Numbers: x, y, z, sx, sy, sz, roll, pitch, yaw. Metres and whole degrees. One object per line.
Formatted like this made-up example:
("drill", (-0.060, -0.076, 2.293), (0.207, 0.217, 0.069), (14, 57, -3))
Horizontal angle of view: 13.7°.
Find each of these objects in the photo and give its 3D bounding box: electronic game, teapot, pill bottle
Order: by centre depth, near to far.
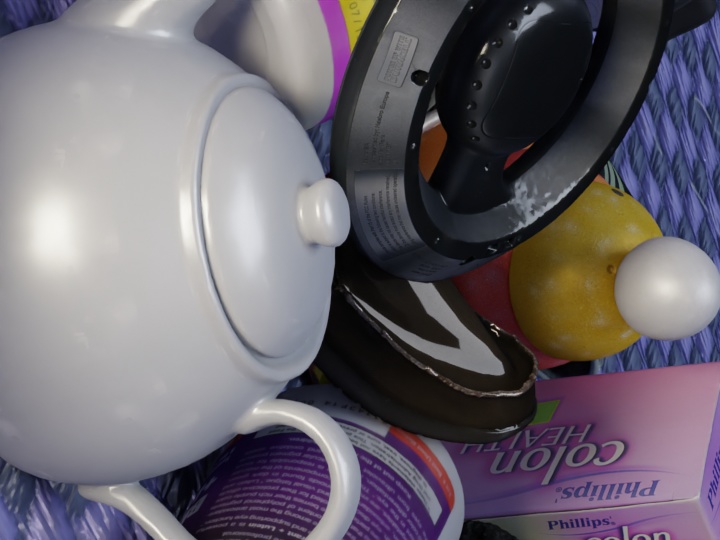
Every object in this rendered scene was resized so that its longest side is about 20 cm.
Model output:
("teapot", (-0.072, -0.008, 1.166), (0.200, 0.146, 0.198), (60, 33, -43))
("electronic game", (0.061, -0.085, 1.225), (0.200, 0.042, 0.200), (-35, 142, -32))
("pill bottle", (-0.034, 0.143, 1.249), (0.200, 0.111, 0.111), (-59, 136, -55))
("pill bottle", (0.024, -0.138, 1.263), (0.200, 0.104, 0.104), (-26, 112, -26))

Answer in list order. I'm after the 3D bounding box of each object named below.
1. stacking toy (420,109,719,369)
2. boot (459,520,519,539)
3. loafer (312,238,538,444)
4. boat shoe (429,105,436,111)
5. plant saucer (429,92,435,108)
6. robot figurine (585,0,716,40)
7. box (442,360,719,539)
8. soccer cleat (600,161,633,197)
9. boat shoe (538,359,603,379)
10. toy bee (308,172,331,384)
("stacking toy", (0.103, 0.000, 1.455), (0.146, 0.200, 0.146), (-9, 105, -38))
("boot", (0.059, 0.166, 1.367), (0.079, 0.211, 0.158), (51, 35, -6))
("loafer", (-0.001, 0.001, 1.283), (0.200, 0.071, 0.073), (34, 31, -6))
("boat shoe", (0.044, -0.157, 1.585), (0.072, 0.072, 0.200), (-4, 98, -36))
("plant saucer", (0.037, -0.174, 1.436), (0.200, 0.050, 0.200), (177, -90, -73))
("robot figurine", (0.144, -0.221, 1.733), (0.125, 0.150, 0.200), (-51, 134, -27))
("box", (0.125, 0.155, 1.525), (0.097, 0.176, 0.200), (-72, 146, -43))
("soccer cleat", (0.114, -0.054, 1.713), (0.200, 0.067, 0.081), (51, 22, -52))
("boat shoe", (0.093, 0.006, 1.625), (0.201, 0.070, 0.072), (49, 36, -56))
("toy bee", (0.000, 0.000, 1.373), (0.200, 0.109, 0.131), (43, 47, -56))
